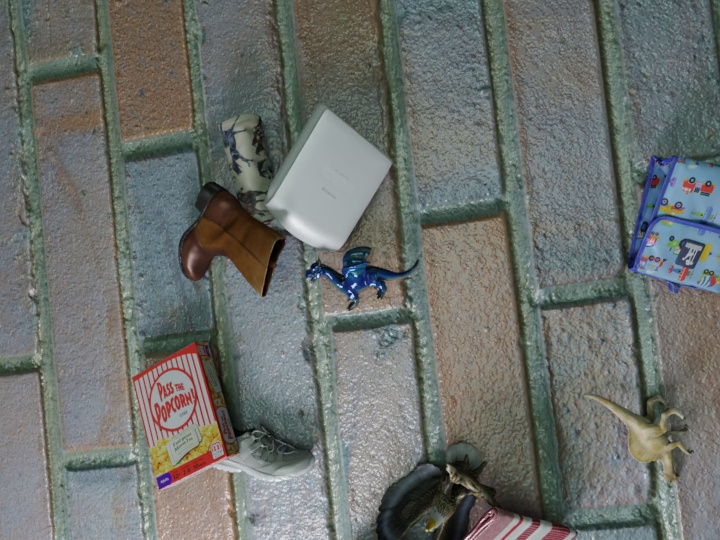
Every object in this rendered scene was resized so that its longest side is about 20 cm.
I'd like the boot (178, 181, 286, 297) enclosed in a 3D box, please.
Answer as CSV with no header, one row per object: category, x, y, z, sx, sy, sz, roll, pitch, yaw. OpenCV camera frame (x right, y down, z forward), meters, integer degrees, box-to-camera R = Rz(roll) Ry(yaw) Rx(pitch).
boot,-0.217,-0.021,0.923,0.198,0.068,0.192,37,108,25

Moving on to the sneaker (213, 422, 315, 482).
sneaker,-0.173,0.312,0.947,0.192,0.075,0.086,4,91,8

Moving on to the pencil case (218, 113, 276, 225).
pencil case,-0.188,-0.178,0.958,0.076,0.088,0.207,-18,86,35

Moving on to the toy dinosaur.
toy dinosaur,0.467,0.256,0.875,0.101,0.058,0.201,-43,84,6

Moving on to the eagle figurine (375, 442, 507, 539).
eagle figurine,0.130,0.397,0.898,0.203,0.146,0.154,-60,37,31

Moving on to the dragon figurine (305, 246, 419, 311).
dragon figurine,0.000,0.000,0.920,0.194,0.059,0.102,-20,115,13

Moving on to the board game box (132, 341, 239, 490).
board game box,-0.310,0.253,0.953,0.148,0.046,0.206,-27,72,13

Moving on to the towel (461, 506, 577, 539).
towel,0.234,0.433,0.849,0.196,0.023,0.146,24,114,-28

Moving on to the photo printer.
photo printer,-0.058,-0.145,0.914,0.164,0.069,0.203,32,93,-26

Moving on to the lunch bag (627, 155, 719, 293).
lunch bag,0.527,-0.066,0.869,0.145,0.094,0.208,13,103,6
